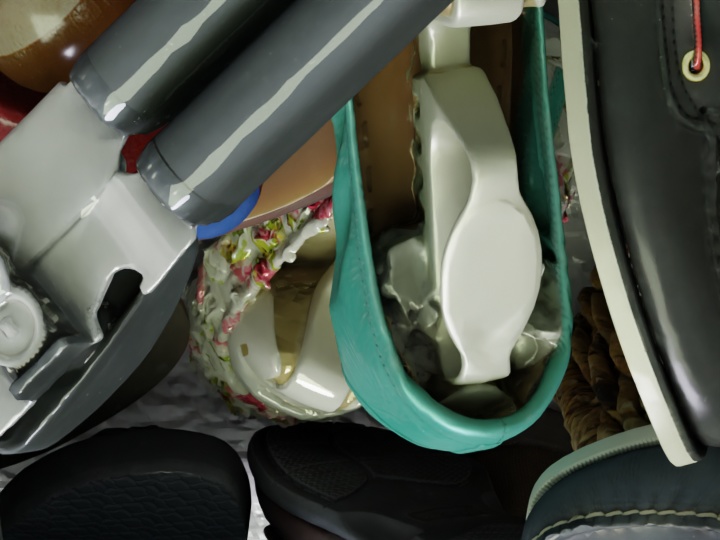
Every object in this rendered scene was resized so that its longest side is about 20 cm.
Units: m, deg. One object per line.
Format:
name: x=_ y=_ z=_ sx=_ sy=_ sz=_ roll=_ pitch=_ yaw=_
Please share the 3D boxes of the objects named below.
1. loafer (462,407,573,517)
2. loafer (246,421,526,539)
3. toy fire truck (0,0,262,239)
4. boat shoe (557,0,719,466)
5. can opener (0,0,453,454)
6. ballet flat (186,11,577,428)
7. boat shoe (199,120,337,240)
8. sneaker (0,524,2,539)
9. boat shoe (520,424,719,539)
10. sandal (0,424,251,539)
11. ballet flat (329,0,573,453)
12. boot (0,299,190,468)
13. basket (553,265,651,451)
loafer: x=0.107 y=0.117 z=0.942 sx=0.199 sy=0.071 sz=0.073 roll=25 pitch=138 yaw=-15
loafer: x=0.017 y=0.093 z=0.855 sx=0.071 sy=0.200 sz=0.063 roll=-1 pitch=101 yaw=-25
toy fire truck: x=-0.109 y=-0.061 z=0.735 sx=0.199 sy=0.112 sz=0.168 roll=-23 pitch=123 yaw=25
boat shoe: x=0.075 y=-0.057 z=0.686 sx=0.063 sy=0.074 sz=0.203 roll=-8 pitch=92 yaw=10
can opener: x=-0.036 y=-0.038 z=0.681 sx=0.200 sy=0.066 sz=0.053 roll=-45 pitch=74 yaw=19
ballet flat: x=0.000 y=0.000 z=0.839 sx=0.075 sy=0.064 sz=0.200 roll=23 pitch=138 yaw=-15
boat shoe: x=-0.069 y=-0.038 z=0.817 sx=0.199 sy=0.071 sz=0.070 roll=-8 pitch=176 yaw=26
sneaker: x=-0.172 y=0.077 z=0.804 sx=0.099 sy=0.078 sz=0.200 roll=-9 pitch=164 yaw=14
boat shoe: x=0.125 y=0.086 z=0.700 sx=0.199 sy=0.062 sz=0.075 roll=10 pitch=133 yaw=22
sandal: x=-0.085 y=0.082 z=0.949 sx=0.076 sy=0.043 sz=0.200 roll=8 pitch=158 yaw=-14
ballet flat: x=0.022 y=-0.050 z=0.715 sx=0.067 sy=0.070 sz=0.201 roll=-13 pitch=108 yaw=-22
boot: x=-0.145 y=0.024 z=0.895 sx=0.199 sy=0.076 sz=0.074 roll=-19 pitch=138 yaw=15
basket: x=0.158 y=0.057 z=0.808 sx=0.199 sy=0.143 sz=0.149 roll=20 pitch=138 yaw=-10
